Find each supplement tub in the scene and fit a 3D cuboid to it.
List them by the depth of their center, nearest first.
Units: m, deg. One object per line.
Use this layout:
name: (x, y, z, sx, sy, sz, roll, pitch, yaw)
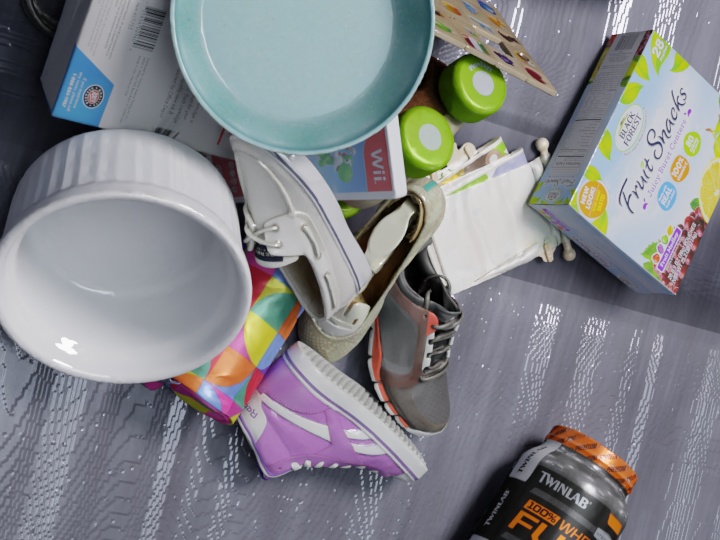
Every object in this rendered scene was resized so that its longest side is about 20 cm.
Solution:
supplement tub: (0.173, 0.256, 1.487, 0.122, 0.122, 0.201, 40, 76, -27)

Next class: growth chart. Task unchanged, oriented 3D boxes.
growth chart: (0.115, -0.054, 1.479, 0.199, 0.018, 0.146, -18, 104, -27)

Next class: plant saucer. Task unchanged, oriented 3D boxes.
plant saucer: (-0.044, -0.187, 1.167, 0.198, 0.036, 0.202, -2, 98, -12)

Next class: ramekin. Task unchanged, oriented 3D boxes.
ramekin: (-0.184, -0.014, 1.217, 0.199, 0.098, 0.201, -3, 133, -3)

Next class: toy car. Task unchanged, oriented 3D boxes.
toy car: (-0.009, -0.167, 1.317, 0.200, 0.164, 0.158, 51, 56, -10)

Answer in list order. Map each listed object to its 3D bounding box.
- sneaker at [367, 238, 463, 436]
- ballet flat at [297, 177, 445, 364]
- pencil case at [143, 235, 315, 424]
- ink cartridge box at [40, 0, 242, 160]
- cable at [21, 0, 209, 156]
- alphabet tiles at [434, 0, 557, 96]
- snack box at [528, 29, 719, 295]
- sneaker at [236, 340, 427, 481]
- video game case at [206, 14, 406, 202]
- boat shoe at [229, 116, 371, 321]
sneaker: (0.054, 0.058, 1.410, 0.077, 0.081, 0.201, -33, 113, -47)
ballet flat: (0.000, 0.000, 1.355, 0.067, 0.062, 0.201, 36, 106, 8)
pencil case: (-0.098, 0.033, 1.331, 0.088, 0.088, 0.201, 41, 76, -27)
ink cartridge box: (-0.135, -0.162, 1.223, 0.199, 0.068, 0.117, 12, 117, -28)
cable: (-0.190, -0.163, 1.272, 0.097, 0.050, 0.201, -35, 113, -15)
alphabet tiles: (0.072, -0.230, 1.344, 0.166, 0.200, 0.008, 22, 115, -30)
snack box: (0.276, -0.104, 1.529, 0.168, 0.067, 0.201, 37, 72, -29)
sneaker: (-0.033, 0.153, 1.400, 0.114, 0.073, 0.200, -46, 124, 6)
video game case: (-0.054, -0.128, 1.275, 0.017, 0.199, 0.144, -20, 106, -50)
boat shoe: (-0.059, -0.034, 1.244, 0.070, 0.071, 0.200, -50, 138, -20)
